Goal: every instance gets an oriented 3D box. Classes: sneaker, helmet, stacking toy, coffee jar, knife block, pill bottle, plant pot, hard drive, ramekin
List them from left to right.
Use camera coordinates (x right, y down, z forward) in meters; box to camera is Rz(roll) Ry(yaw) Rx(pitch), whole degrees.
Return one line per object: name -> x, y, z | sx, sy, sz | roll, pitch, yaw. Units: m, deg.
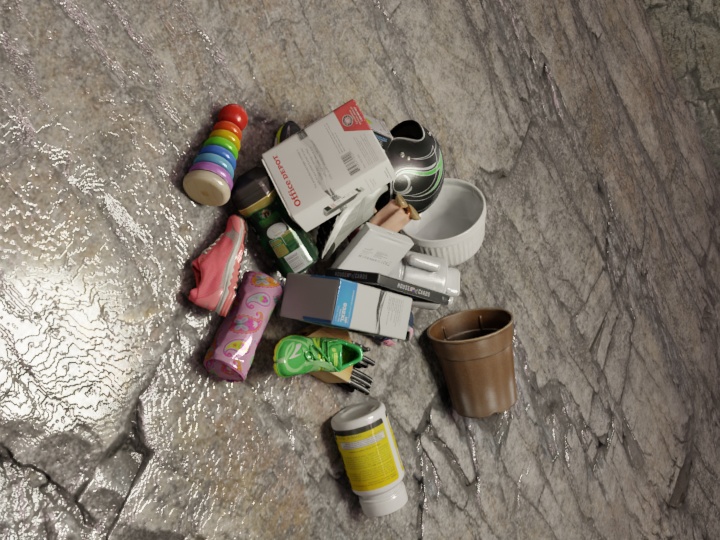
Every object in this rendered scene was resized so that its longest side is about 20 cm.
sneaker -> -0.250, -0.021, 1.469 | 0.086, 0.074, 0.202 | 14, 56, -13
stacking toy -> -0.248, -0.216, 1.510 | 0.085, 0.085, 0.202 | 41, 49, -34
coffee jar -> -0.160, -0.091, 1.554 | 0.201, 0.085, 0.104 | 58, 7, -22
sneaker -> -0.110, -0.195, 1.645 | 0.073, 0.080, 0.203 | -16, 94, -48
sneaker -> -0.075, 0.150, 1.521 | 0.199, 0.083, 0.075 | -3, 86, -46
knife block -> -0.059, 0.188, 1.639 | 0.199, 0.064, 0.178 | -27, 102, -47
sneaker -> -0.018, -0.099, 1.592 | 0.079, 0.074, 0.201 | 27, 107, -26
hard drive -> 0.000, 0.000, 1.659 | 0.131, 0.200, 0.026 | 16, 33, -44
pill bottle -> 0.021, 0.370, 1.655 | 0.114, 0.113, 0.202 | -24, 100, -47
sneaker -> 0.046, 0.121, 1.762 | 0.199, 0.070, 0.083 | -6, 87, -45
helmet -> 0.087, -0.212, 1.787 | 0.189, 0.199, 0.202 | -19, 96, -36
ramekin -> 0.183, -0.099, 1.864 | 0.201, 0.198, 0.106 | -60, 149, -35
plant pot -> 0.268, 0.212, 1.906 | 0.200, 0.199, 0.201 | -29, 111, -46

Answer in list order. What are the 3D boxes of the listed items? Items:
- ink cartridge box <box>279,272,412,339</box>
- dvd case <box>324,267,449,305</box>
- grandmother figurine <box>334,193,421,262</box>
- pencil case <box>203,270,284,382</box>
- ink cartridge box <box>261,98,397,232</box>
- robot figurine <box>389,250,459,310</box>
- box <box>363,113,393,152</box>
ink cartridge box -> -0.024, 0.067, 1.539 | 0.199, 0.144, 0.085 | 16, 81, -45
dvd case -> 0.052, 0.031, 1.602 | 0.199, 0.149, 0.025 | 17, 82, -42
grandmother figurine -> 0.022, -0.068, 1.703 | 0.121, 0.200, 0.061 | 42, 14, -14
pencil case -> -0.204, 0.098, 1.486 | 0.087, 0.087, 0.201 | 45, 51, -32
ink cartridge box -> -0.057, -0.187, 1.512 | 0.148, 0.199, 0.083 | 62, 5, 21
robot figurine -> 0.110, 0.018, 1.778 | 0.197, 0.170, 0.114 | 11, 55, -10
box -> -0.011, -0.198, 1.652 | 0.060, 0.202, 0.117 | 20, 21, -16
